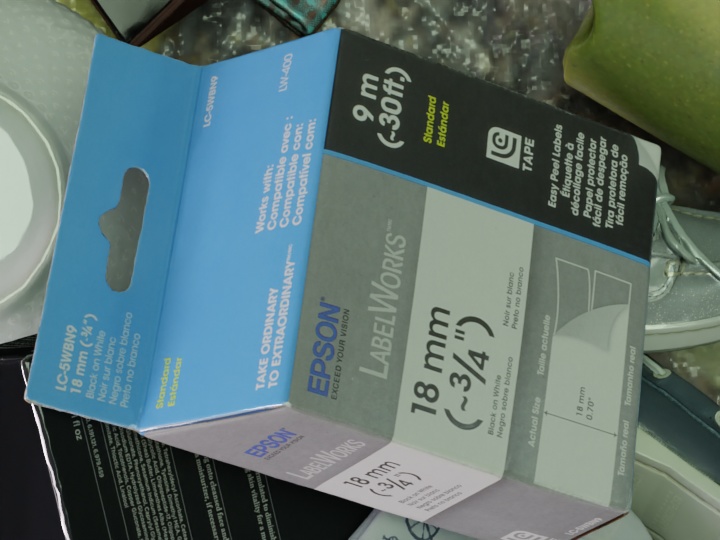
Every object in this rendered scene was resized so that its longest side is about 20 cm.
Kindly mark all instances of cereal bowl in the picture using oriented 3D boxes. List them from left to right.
[{"bbox_3d":[-0.157,-0.020,0.948,0.200,0.083,0.200,1,82,-9],"label":"cereal bowl"}]

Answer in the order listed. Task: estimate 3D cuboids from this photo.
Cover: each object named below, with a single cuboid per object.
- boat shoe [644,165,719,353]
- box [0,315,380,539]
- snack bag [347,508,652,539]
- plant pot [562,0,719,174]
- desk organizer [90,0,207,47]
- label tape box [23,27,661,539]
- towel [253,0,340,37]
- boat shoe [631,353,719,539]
[{"bbox_3d":[0.072,-0.015,0.977,0.202,0.074,0.065,7,117,-1],"label":"boat shoe"},{"bbox_3d":[-0.052,0.110,0.905,0.141,0.079,0.200,-15,95,-30],"label":"box"},{"bbox_3d":[0.058,0.161,0.919,0.189,0.021,0.200,-48,114,-30],"label":"snack bag"},{"bbox_3d":[0.185,-0.098,0.966,0.184,0.200,0.201,25,79,8],"label":"plant pot"},{"bbox_3d":[-0.112,-0.189,0.966,0.077,0.072,0.200,-35,89,-9],"label":"desk organizer"},{"bbox_3d":[0.000,0.000,0.862,0.200,0.063,0.144,18,63,-22],"label":"label tape box"},{"bbox_3d":[-0.059,-0.207,1.022,0.200,0.022,0.147,37,79,-1],"label":"towel"},{"bbox_3d":[0.147,0.089,0.978,0.200,0.075,0.062,32,57,12],"label":"boat shoe"}]
